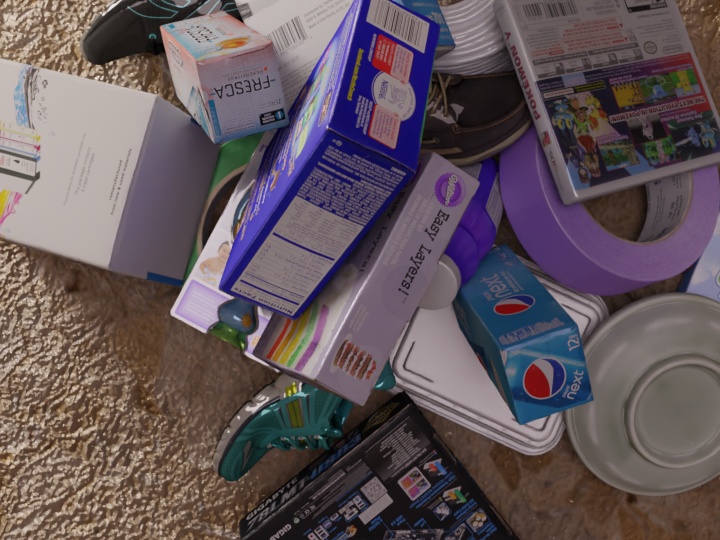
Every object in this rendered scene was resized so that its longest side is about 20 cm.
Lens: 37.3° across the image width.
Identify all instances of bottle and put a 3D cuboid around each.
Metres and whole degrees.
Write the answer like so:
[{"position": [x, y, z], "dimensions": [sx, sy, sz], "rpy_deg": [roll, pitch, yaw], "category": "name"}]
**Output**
[{"position": [0.078, -0.036, 0.926], "dimensions": [0.083, 0.200, 0.066], "rpy_deg": [-24, 110, 25], "category": "bottle"}]

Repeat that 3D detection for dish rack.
[{"position": [0.127, 0.067, 1.005], "dimensions": [0.198, 0.044, 0.173], "rpy_deg": [25, 87, -2], "category": "dish rack"}]

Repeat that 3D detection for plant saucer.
[{"position": [0.288, 0.123, 0.978], "dimensions": [0.198, 0.050, 0.203], "rpy_deg": [-2, 105, -7], "category": "plant saucer"}]

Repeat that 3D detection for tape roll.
[{"position": [-0.077, -0.028, 0.998], "dimensions": [0.198, 0.048, 0.203], "rpy_deg": [0, 89, -2], "category": "tape roll"}, {"position": [0.226, -0.082, 0.962], "dimensions": [0.198, 0.066, 0.203], "rpy_deg": [6, 74, -23], "category": "tape roll"}]

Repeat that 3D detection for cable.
[{"position": [0.081, -0.269, 0.971], "dimensions": [0.198, 0.069, 0.202], "rpy_deg": [12, 81, 11], "category": "cable"}]

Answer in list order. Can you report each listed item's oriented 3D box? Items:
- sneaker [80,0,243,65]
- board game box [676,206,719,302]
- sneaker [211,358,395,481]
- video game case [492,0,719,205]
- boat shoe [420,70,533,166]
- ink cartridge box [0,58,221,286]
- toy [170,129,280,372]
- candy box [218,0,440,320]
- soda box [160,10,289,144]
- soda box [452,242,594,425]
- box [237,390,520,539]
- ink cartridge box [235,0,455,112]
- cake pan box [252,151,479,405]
[{"position": [-0.162, -0.231, 0.987], "dimensions": [0.198, 0.075, 0.080], "rpy_deg": [-27, 92, -2], "category": "sneaker"}, {"position": [0.403, -0.024, 1.018], "dimensions": [0.150, 0.037, 0.202], "rpy_deg": [23, 89, -2], "category": "board game box"}, {"position": [-0.055, 0.131, 0.962], "dimensions": [0.200, 0.077, 0.080], "rpy_deg": [-41, 79, 14], "category": "sneaker"}, {"position": [0.223, -0.163, 0.928], "dimensions": [0.198, 0.023, 0.184], "rpy_deg": [-15, 83, -31], "category": "video game case"}, {"position": [0.064, -0.135, 0.945], "dimensions": [0.198, 0.073, 0.075], "rpy_deg": [-16, 55, 30], "category": "boat shoe"}, {"position": [-0.251, -0.085, 0.921], "dimensions": [0.198, 0.147, 0.146], "rpy_deg": [15, 88, 16], "category": "ink cartridge box"}, {"position": [-0.075, -0.023, 0.951], "dimensions": [0.114, 0.047, 0.202], "rpy_deg": [28, 89, -2], "category": "toy"}, {"position": [-0.024, -0.085, 0.820], "dimensions": [0.076, 0.200, 0.170], "rpy_deg": [25, 47, -15], "category": "candy box"}, {"position": [-0.117, -0.165, 0.885], "dimensions": [0.063, 0.200, 0.069], "rpy_deg": [-16, 114, -12], "category": "soda box"}, {"position": [0.124, 0.046, 0.880], "dimensions": [0.063, 0.200, 0.068], "rpy_deg": [-18, 111, -2], "category": "soda box"}, {"position": [0.024, 0.249, 0.976], "dimensions": [0.199, 0.050, 0.199], "rpy_deg": [-39, 105, -1], "category": "box"}, {"position": [-0.029, -0.248, 0.907], "dimensions": [0.145, 0.086, 0.202], "rpy_deg": [-23, 89, 31], "category": "ink cartridge box"}, {"position": [0.000, 0.000, 0.852], "dimensions": [0.052, 0.184, 0.201], "rpy_deg": [31, 83, -20], "category": "cake pan box"}]
